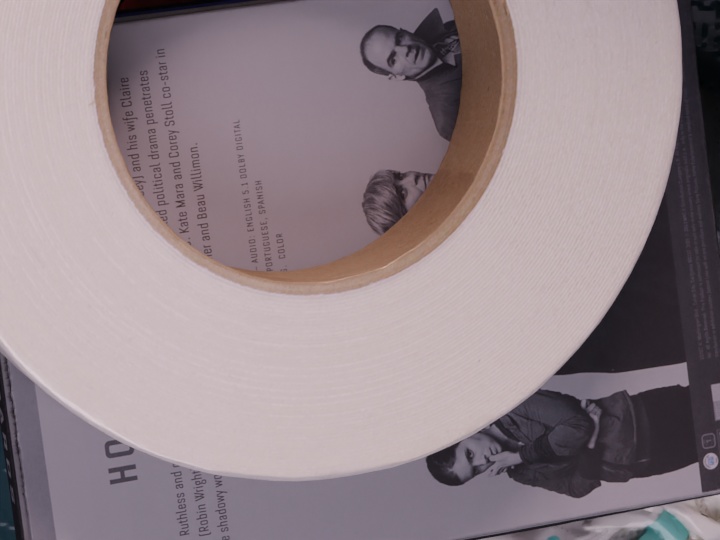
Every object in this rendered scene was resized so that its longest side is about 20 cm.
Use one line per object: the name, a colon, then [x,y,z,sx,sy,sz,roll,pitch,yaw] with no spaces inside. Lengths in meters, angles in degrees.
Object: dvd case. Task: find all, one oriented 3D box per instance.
dvd case: [0.000,0.000,0.717,0.198,0.025,0.152,-8,95,-15]

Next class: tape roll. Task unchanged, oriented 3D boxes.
tape roll: [-0.016,-0.049,0.676,0.201,0.037,0.205,-1,95,-15]

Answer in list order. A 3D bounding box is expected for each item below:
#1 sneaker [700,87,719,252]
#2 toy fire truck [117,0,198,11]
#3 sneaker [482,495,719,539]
sneaker: [0.165,-0.030,0.820,0.199,0.084,0.121,25,135,-28]
toy fire truck: [-0.052,-0.016,0.815,0.167,0.112,0.202,-8,97,33]
sneaker: [0.093,0.069,0.809,0.200,0.089,0.075,-33,101,35]
